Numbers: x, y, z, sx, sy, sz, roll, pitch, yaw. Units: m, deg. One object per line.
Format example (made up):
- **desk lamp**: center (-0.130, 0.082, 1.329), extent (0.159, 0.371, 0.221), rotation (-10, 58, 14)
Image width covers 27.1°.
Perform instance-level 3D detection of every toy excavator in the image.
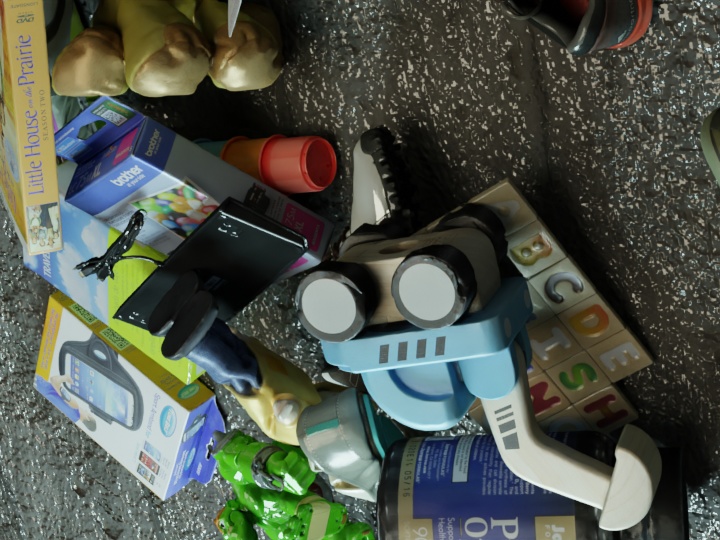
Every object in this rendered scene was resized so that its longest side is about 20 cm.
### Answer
- **toy excavator**: center (0.077, 0.067, 0.931), extent (0.193, 0.100, 0.201), rotation (-8, 107, 24)

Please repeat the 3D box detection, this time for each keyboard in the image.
- **keyboard**: center (-0.134, -0.004, 1.109), extent (0.126, 0.021, 0.200), rotation (23, 145, -23)

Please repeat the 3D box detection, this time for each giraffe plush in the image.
- **giraffe plush**: center (-0.141, -0.216, 1.051), extent (0.200, 0.171, 0.163), rotation (-142, 49, -67)

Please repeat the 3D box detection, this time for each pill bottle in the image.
- **pill bottle**: center (0.118, 0.165, 1.006), extent (0.198, 0.112, 0.113), rotation (-4, 112, 15)

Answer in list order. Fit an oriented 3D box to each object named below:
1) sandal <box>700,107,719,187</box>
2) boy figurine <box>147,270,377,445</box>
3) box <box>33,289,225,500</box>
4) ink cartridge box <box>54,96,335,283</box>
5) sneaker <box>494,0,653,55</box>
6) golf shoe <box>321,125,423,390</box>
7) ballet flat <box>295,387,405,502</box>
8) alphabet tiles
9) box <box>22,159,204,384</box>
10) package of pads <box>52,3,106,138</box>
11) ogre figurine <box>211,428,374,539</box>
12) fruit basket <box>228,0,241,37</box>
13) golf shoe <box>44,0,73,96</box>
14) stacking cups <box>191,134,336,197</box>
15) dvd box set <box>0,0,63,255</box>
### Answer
- **sandal**: center (0.241, 0.002, 0.876), extent (0.057, 0.080, 0.202), rotation (-23, 88, 40)
- **boy figurine**: center (-0.065, 0.084, 1.119), extent (0.200, 0.065, 0.124), rotation (36, -175, -30)
- **box**: center (-0.207, 0.114, 1.338), extent (0.200, 0.041, 0.120), rotation (38, 132, 21)
- **ink cartridge box**: center (-0.132, -0.050, 1.102), extent (0.199, 0.042, 0.119), rotation (32, 150, -25)
- **sneaker**: center (0.085, -0.203, 0.890), extent (0.200, 0.082, 0.077), rotation (42, 133, 15)
- **golf shoe**: center (0.000, 0.000, 1.048), extent (0.094, 0.078, 0.201), rotation (-3, 112, 10)
- **ballet flat**: center (-0.003, 0.133, 1.090), extent (0.063, 0.200, 0.068), rotation (-19, 66, 6)
- **alphabet tiles**: center (0.091, 0.051, 1.008), extent (0.167, 0.008, 0.200), rotation (-31, 112, 27)
- **box**: center (-0.200, -0.006, 1.253), extent (0.199, 0.048, 0.122), rotation (33, 138, 22)
- **package of pads**: center (-0.297, -0.188, 1.232), extent (0.154, 0.068, 0.201), rotation (-6, 108, 41)
- **ogre figurine**: center (-0.053, 0.194, 1.210), extent (0.120, 0.200, 0.099), rotation (26, 84, 41)
- **fruit basket**: center (-0.047, -0.268, 0.902), extent (0.201, 0.093, 0.186), rotation (-101, 26, -46)
- **golf shoe**: center (-0.224, -0.231, 1.124), extent (0.078, 0.094, 0.201), rotation (30, 128, 57)
- **stacking cups**: center (-0.108, -0.078, 1.137), extent (0.199, 0.060, 0.061), rotation (-4, 110, 40)
- **dvd box set**: center (-0.249, -0.133, 1.071), extent (0.146, 0.029, 0.201), rotation (-126, 31, -49)
